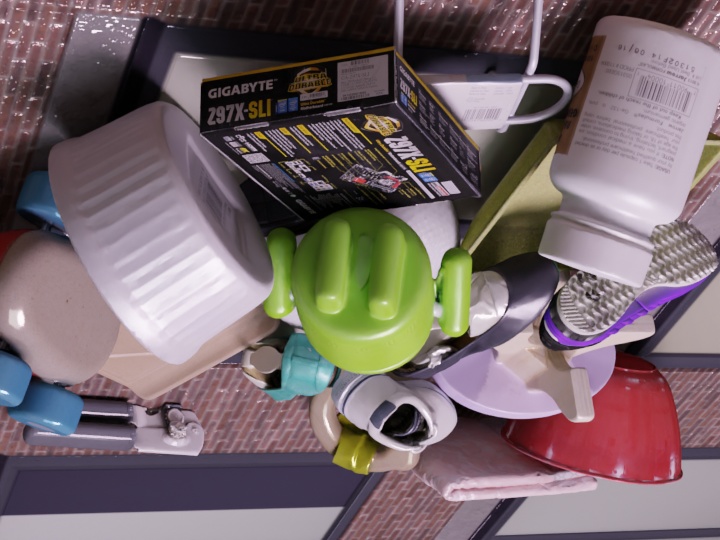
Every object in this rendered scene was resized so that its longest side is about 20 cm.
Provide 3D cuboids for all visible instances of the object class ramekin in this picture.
[{"bbox_3d":[-0.152,-0.037,1.358,0.097,0.201,0.200,-30,145,10],"label":"ramekin"}]

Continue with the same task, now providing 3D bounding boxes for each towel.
[{"bbox_3d":[0.131,0.196,1.842,0.190,0.200,0.032,-1,104,-23],"label":"towel"}]

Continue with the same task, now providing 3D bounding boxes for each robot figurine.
[{"bbox_3d":[0.004,0.020,1.419,0.174,0.116,0.200,4,163,6],"label":"robot figurine"}]

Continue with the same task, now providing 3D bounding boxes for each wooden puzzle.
[{"bbox_3d":[-0.202,0.039,1.601,0.184,0.037,0.200,-29,140,23],"label":"wooden puzzle"}]

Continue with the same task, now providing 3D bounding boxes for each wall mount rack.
[{"bbox_3d":[0.074,-0.174,1.349,0.199,0.075,0.174,-4,150,-16],"label":"wall mount rack"}]

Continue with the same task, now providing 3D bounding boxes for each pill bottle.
[{"bbox_3d":[0.216,-0.095,1.385,0.114,0.201,0.114,18,-179,0],"label":"pill bottle"}]

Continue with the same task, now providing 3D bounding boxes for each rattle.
[{"bbox_3d":[0.017,0.098,1.764,0.130,0.143,0.201,2,116,34],"label":"rattle"}]

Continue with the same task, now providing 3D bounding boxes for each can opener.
[{"bbox_3d":[-0.253,0.166,1.751,0.199,0.053,0.066,9,142,-31],"label":"can opener"}]

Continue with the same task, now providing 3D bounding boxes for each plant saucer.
[{"bbox_3d":[0.200,-0.074,1.549,0.199,0.048,0.200,-2,146,-31],"label":"plant saucer"}]

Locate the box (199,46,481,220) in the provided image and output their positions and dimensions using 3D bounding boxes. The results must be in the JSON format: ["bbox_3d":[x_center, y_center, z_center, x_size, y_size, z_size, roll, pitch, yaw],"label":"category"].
[{"bbox_3d":[-0.011,-0.100,1.318,0.159,0.050,0.200,-9,159,21],"label":"box"}]

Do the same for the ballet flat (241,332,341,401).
[{"bbox_3d":[-0.077,0.087,1.652,0.070,0.068,0.200,16,170,-16],"label":"ballet flat"}]

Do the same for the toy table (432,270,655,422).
[{"bbox_3d":[0.179,0.071,1.673,0.199,0.185,0.117,-12,165,-24],"label":"toy table"}]

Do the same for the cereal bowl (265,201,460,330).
[{"bbox_3d":[0.000,0.000,1.569,0.199,0.084,0.201,-10,146,-7],"label":"cereal bowl"}]

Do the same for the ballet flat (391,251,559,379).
[{"bbox_3d":[0.094,0.045,1.566,0.073,0.073,0.200,18,140,-40],"label":"ballet flat"}]

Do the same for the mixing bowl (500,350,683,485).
[{"bbox_3d":[0.256,0.144,1.820,0.199,0.200,0.109,6,100,-28],"label":"mixing bowl"}]

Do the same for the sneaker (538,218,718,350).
[{"bbox_3d":[0.241,0.019,1.596,0.199,0.070,0.100,-24,163,-30],"label":"sneaker"}]

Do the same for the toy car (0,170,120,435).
[{"bbox_3d":[-0.319,0.016,1.440,0.199,0.185,0.177,12,164,23],"label":"toy car"}]

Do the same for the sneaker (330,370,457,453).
[{"bbox_3d":[0.043,0.146,1.632,0.073,0.071,0.200,-51,148,11],"label":"sneaker"}]

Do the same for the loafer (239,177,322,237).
[{"bbox_3d":[-0.021,-0.068,1.466,0.199,0.072,0.063,-24,141,10],"label":"loafer"}]
